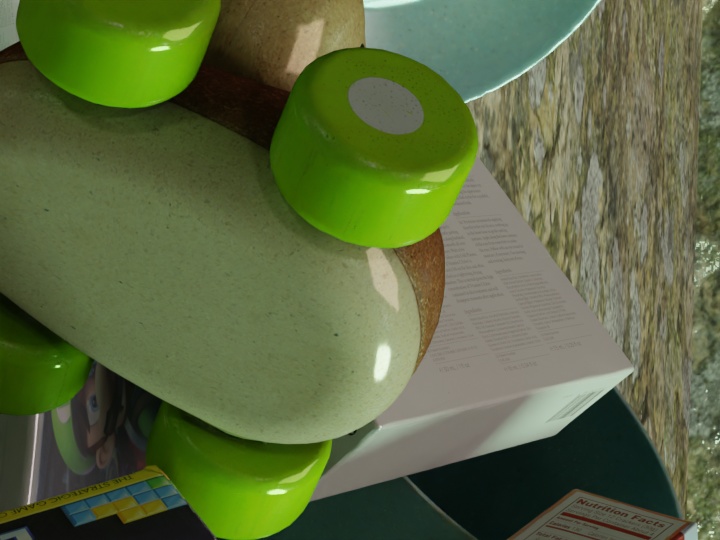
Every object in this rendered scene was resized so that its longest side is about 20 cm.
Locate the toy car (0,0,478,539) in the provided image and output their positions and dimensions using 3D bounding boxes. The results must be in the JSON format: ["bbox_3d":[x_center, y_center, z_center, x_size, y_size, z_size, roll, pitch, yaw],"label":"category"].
[{"bbox_3d":[-0.026,-0.051,0.866,0.200,0.158,0.164,-57,174,-47],"label":"toy car"}]

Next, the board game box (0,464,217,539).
[{"bbox_3d":[-0.115,0.176,0.825,0.057,0.165,0.201,-137,-144,-58],"label":"board game box"}]

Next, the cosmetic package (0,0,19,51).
[{"bbox_3d":[-0.146,-0.091,0.903,0.083,0.050,0.201,-40,130,-74],"label":"cosmetic package"}]

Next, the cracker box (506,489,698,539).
[{"bbox_3d":[0.043,0.179,0.942,0.200,0.058,0.134,-30,123,-43],"label":"cracker box"}]

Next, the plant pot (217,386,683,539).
[{"bbox_3d":[0.011,0.094,1.111,0.200,0.135,0.200,34,27,-20],"label":"plant pot"}]

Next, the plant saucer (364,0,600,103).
[{"bbox_3d":[0.023,-0.153,1.134,0.039,0.201,0.201,-120,-168,-45],"label":"plant saucer"}]

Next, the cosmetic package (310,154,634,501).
[{"bbox_3d":[0.000,0.000,1.017,0.151,0.052,0.200,57,28,15],"label":"cosmetic package"}]

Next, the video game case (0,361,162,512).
[{"bbox_3d":[-0.093,0.094,0.977,0.182,0.023,0.201,44,48,-70],"label":"video game case"}]
